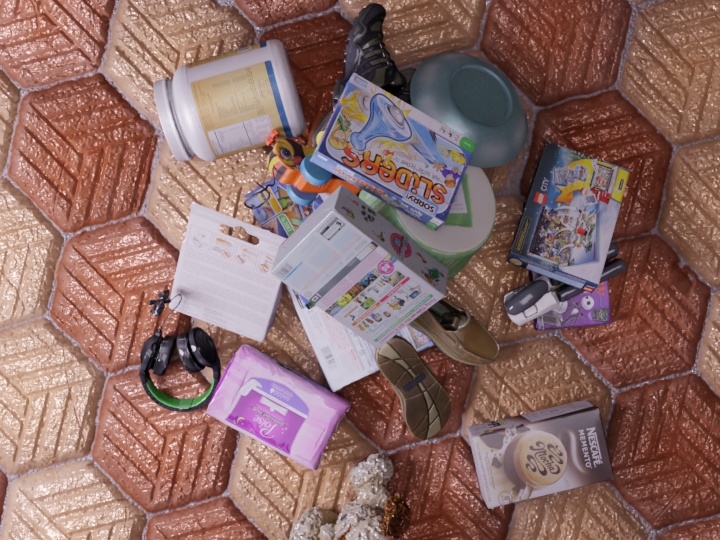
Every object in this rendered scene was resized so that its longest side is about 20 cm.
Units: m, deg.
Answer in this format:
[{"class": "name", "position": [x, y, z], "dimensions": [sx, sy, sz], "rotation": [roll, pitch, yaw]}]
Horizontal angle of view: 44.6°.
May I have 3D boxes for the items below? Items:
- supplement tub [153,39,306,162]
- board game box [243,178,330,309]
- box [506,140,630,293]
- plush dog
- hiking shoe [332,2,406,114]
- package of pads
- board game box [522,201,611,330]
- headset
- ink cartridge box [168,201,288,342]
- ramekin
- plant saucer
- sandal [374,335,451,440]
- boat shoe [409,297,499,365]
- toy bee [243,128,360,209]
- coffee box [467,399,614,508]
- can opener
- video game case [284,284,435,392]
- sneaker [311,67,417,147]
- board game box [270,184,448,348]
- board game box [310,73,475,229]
[{"class": "supplement tub", "position": [-0.191, -0.247, 1.302], "dimensions": [0.197, 0.145, 0.147], "rotation": [-16, 92, 1]}, {"class": "board game box", "position": [-0.072, -0.062, 1.330], "dimensions": [0.134, 0.034, 0.201], "rotation": [-30, 74, -2]}, {"class": "box", "position": [0.313, -0.083, 1.318], "dimensions": [0.135, 0.038, 0.202], "rotation": [20, 69, 6]}, {"class": "plush dog", "position": [0.005, 0.398, 1.309], "dimensions": [0.200, 0.172, 0.161], "rotation": [-41, 92, 0]}, {"class": "hiking shoe", "position": [0.023, -0.294, 1.290], "dimensions": [0.099, 0.076, 0.203], "rotation": [14, 77, 2]}, {"class": "package of pads", "position": [-0.125, 0.210, 1.350], "dimensions": [0.198, 0.076, 0.122], "rotation": [29, 87, -3]}, {"class": "board game box", "position": [0.322, -0.012, 1.370], "dimensions": [0.118, 0.032, 0.203], "rotation": [-6, 92, -4]}, {"class": "headset", "position": [-0.281, 0.128, 1.329], "dimensions": [0.122, 0.094, 0.203], "rotation": [-5, 110, 3]}, {"class": "ink cartridge box", "position": [-0.191, -0.002, 1.312], "dimensions": [0.159, 0.050, 0.202], "rotation": [20, 123, 0]}, {"class": "ramekin", "position": [0.103, -0.089, 1.289], "dimensions": [0.197, 0.098, 0.203], "rotation": [7, 69, -19]}, {"class": "plant saucer", "position": [0.171, -0.250, 1.305], "dimensions": [0.198, 0.039, 0.204], "rotation": [9, 64, -18]}, {"class": "sandal", "position": [0.079, 0.173, 1.347], "dimensions": [0.080, 0.054, 0.201], "rotation": [-31, 116, -2]}, {"class": "boat shoe", "position": [0.142, 0.084, 1.319], "dimensions": [0.199, 0.076, 0.072], "rotation": [29, 64, -24]}, {"class": "toy bee", "position": [-0.085, -0.157, 1.259], "dimensions": [0.130, 0.199, 0.110], "rotation": [-35, 68, 27]}, {"class": "coffee box", "position": [0.275, 0.280, 1.352], "dimensions": [0.197, 0.080, 0.115], "rotation": [-14, 91, 1]}, {"class": "can opener", "position": [0.309, 0.022, 1.323], "dimensions": [0.198, 0.067, 0.054], "rotation": [-27, 91, 1]}, {"class": "video game case", "position": [-0.002, 0.058, 1.362], "dimensions": [0.179, 0.045, 0.202], "rotation": [-24, 91, 1]}, {"class": "sneaker", "position": [0.027, -0.214, 1.326], "dimensions": [0.198, 0.076, 0.115], "rotation": [-27, 66, -3]}, {"class": "board game box", "position": [0.000, 0.000, 1.212], "dimensions": [0.199, 0.065, 0.147], "rotation": [37, 126, -18]}, {"class": "board game box", "position": [0.047, -0.163, 1.206], "dimensions": [0.198, 0.034, 0.137], "rotation": [27, 68, -10]}]
